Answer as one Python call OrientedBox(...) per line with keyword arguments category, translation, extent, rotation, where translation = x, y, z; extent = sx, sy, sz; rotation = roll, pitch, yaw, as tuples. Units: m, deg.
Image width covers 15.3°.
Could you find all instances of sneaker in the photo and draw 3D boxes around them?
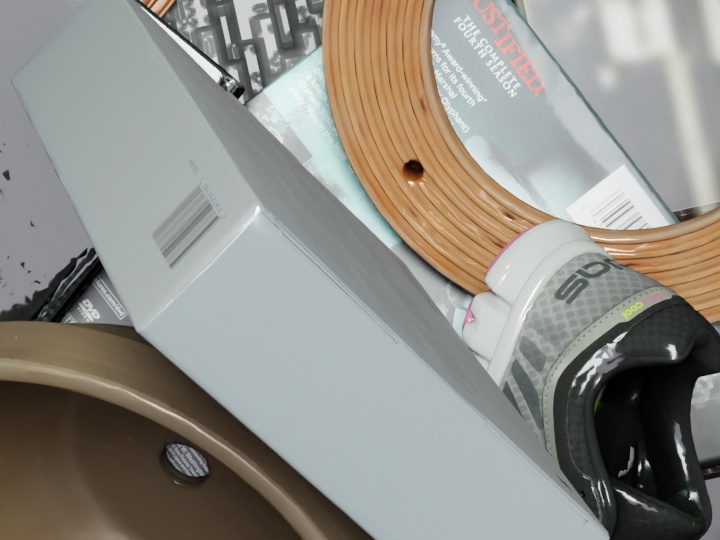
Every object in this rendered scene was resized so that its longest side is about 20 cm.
OrientedBox(category="sneaker", translation=(0.063, 0.088, 0.862), extent=(0.087, 0.074, 0.200), rotation=(18, 93, 41))

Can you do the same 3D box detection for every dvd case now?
OrientedBox(category="dvd case", translation=(0.000, 0.000, 0.940), extent=(0.200, 0.022, 0.146), rotation=(-38, 90, -3))

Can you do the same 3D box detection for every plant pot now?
OrientedBox(category="plant pot", translation=(-0.071, 0.086, 0.857), extent=(0.200, 0.093, 0.201), rotation=(12, 128, 16))

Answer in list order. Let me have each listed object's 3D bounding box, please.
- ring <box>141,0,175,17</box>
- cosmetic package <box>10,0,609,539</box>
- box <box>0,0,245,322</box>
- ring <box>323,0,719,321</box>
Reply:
OrientedBox(category="ring", translation=(-0.145, -0.155, 0.939), extent=(0.200, 0.019, 0.201), rotation=(0, 87, -4))
OrientedBox(category="cosmetic package", translation=(-0.021, 0.006, 0.796), extent=(0.052, 0.200, 0.151), rotation=(-46, 117, 6))
OrientedBox(category="box", translation=(-0.174, -0.050, 0.903), extent=(0.200, 0.048, 0.193), rotation=(40, 95, 1))
OrientedBox(category="ring", translation=(0.087, -0.076, 0.892), extent=(0.200, 0.019, 0.201), rotation=(3, 110, 8))
